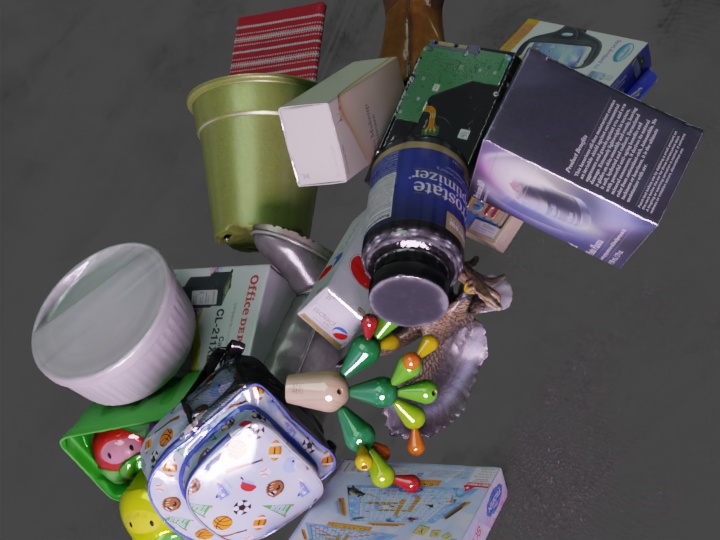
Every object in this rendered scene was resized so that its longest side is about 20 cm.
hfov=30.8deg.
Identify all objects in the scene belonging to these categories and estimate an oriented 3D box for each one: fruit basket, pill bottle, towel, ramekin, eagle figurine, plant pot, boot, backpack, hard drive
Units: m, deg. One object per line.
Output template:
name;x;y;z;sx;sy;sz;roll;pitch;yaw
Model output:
fruit basket;-0.248;0.243;1.575;0.215;0.156;0.216;-19;39;17
pill bottle;0.059;-0.042;1.420;0.112;0.112;0.200;-14;46;23
towel;-0.121;-0.287;1.854;0.144;0.022;0.200;-5;64;25
ramekin;-0.292;0.072;1.592;0.202;0.094;0.203;-17;48;20
eagle figurine;0.075;0.072;1.504;0.152;0.151;0.200;-71;7;-66
plant pot;-0.126;-0.127;1.686;0.200;0.200;0.190;-8;74;26
boot;0.104;-0.348;1.729;0.188;0.068;0.200;-10;61;25
backpack;-0.142;0.215;1.452;0.190;0.200;0.154;-37;25;9
hard drive;0.102;-0.176;1.576;0.140;0.038;0.200;16;80;38
boot;-0.086;0.064;1.572;0.182;0.073;0.200;28;78;-9

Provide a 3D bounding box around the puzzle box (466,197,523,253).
puzzle box;0.129;-0.115;1.574;0.200;0.025;0.133;28;82;40

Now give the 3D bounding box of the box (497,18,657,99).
box;0.254;-0.241;1.578;0.200;0.042;0.119;19;56;40

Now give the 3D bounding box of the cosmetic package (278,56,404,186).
cosmetic package;-0.014;-0.187;1.623;0.073;0.104;0.200;-3;24;28

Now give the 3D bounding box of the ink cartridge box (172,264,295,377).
ink cartridge box;-0.189;0.075;1.659;0.200;0.083;0.146;-4;62;29

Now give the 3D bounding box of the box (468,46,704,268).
box;0.232;-0.113;1.403;0.198;0.200;0.123;27;78;7

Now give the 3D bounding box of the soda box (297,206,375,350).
soda box;0.000;0.000;1.534;0.064;0.068;0.200;-42;12;38

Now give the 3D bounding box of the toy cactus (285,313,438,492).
toy cactus;0.001;0.136;1.410;0.165;0.102;0.200;2;93;7

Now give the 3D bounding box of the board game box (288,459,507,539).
board game box;0.030;0.280;1.386;0.200;0.041;0.200;-1;30;30
